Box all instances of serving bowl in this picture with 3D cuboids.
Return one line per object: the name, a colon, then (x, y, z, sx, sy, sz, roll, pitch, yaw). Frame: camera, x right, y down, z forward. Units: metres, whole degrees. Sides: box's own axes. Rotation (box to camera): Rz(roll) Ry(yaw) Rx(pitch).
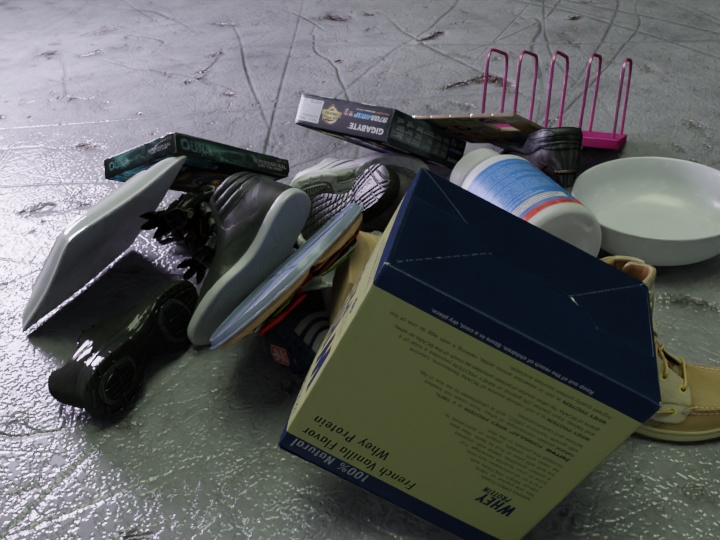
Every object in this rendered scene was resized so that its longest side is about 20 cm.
serving bowl: (0.350, -0.062, 0.922, 0.199, 0.066, 0.200, -4, 34, 3)

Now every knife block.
knife block: (0.000, 0.000, 0.796, 0.175, 0.064, 0.200, 33, 24, 36)

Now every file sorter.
file sorter: (0.283, -0.251, 1.124, 0.199, 0.126, 0.139, 9, 15, 21)

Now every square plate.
square plate: (-0.300, -0.037, 0.891, 0.028, 0.200, 0.198, 43, 43, -4)

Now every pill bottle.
pill bottle: (0.182, -0.069, 0.914, 0.112, 0.113, 0.200, -15, 36, -13)

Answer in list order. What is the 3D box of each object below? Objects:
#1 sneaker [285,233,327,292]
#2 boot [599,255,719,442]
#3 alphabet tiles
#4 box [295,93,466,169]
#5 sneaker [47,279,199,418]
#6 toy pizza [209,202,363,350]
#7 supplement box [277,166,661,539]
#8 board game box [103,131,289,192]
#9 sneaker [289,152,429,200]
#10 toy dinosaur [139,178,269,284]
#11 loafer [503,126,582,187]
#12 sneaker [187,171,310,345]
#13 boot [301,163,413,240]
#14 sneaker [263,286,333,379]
sneaker: (-0.103, -0.036, 0.938, 0.070, 0.080, 0.200, -25, 37, -24)
boot: (0.250, 0.065, 0.666, 0.199, 0.156, 0.073, 2, 34, 11)
alphabet tiles: (0.195, -0.183, 1.059, 0.200, 0.008, 0.167, 11, -1, -44)
box: (0.032, -0.193, 1.086, 0.159, 0.046, 0.200, 19, 6, 34)
sneaker: (-0.244, 0.069, 0.813, 0.090, 0.076, 0.200, 2, 29, 29)
toy pizza: (-0.065, 0.011, 0.747, 0.200, 0.032, 0.200, -42, 7, 7)
supplement box: (0.076, 0.072, 0.585, 0.200, 0.200, 0.134, 27, 37, -3)
board game box: (-0.207, -0.132, 1.007, 0.135, 0.028, 0.200, -12, -10, 34)
sneaker: (-0.007, -0.131, 1.071, 0.199, 0.078, 0.099, -8, 29, -8)
toy dinosaur: (-0.193, -0.074, 0.957, 0.102, 0.200, 0.136, 37, 42, -7)
loafer: (0.229, -0.133, 1.007, 0.073, 0.073, 0.200, -2, 0, -1)
sneaker: (-0.142, -0.019, 0.853, 0.099, 0.071, 0.200, 34, 93, 35)
boot: (0.021, -0.057, 0.953, 0.131, 0.070, 0.200, 15, -22, -36)
sneaker: (-0.050, 0.084, 0.761, 0.084, 0.075, 0.200, -8, 24, -7)
